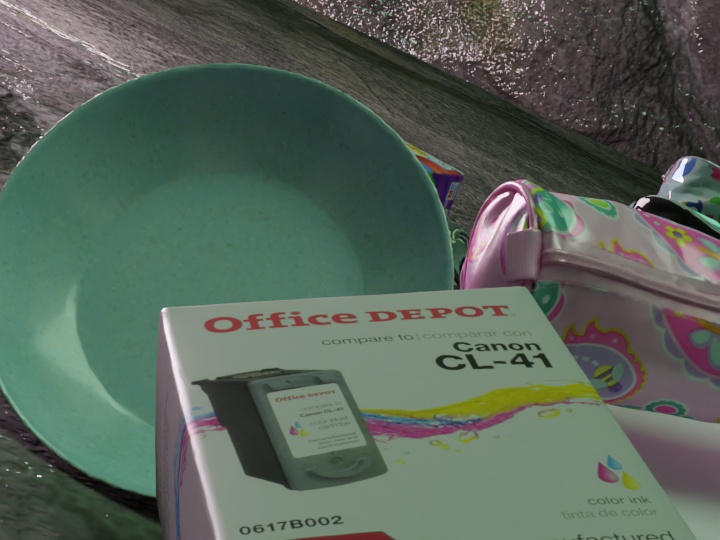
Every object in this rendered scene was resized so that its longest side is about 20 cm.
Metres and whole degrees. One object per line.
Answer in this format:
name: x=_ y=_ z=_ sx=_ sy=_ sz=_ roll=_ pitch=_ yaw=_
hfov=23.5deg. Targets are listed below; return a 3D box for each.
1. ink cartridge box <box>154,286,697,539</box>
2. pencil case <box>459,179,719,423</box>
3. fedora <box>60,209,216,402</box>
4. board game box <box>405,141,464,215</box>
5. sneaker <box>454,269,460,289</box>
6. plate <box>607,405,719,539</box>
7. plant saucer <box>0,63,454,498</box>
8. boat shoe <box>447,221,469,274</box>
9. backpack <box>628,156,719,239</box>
ink cartridge box: x=0.014 y=0.087 z=0.554 sx=0.146 sy=0.086 sz=0.200 roll=-3 pitch=27 yaw=-13
pencil case: x=0.141 y=0.021 z=0.732 sx=0.198 sy=0.088 sz=0.088 roll=14 pitch=15 yaw=-16
fedora: x=-0.092 y=0.005 z=0.823 sx=0.199 sy=0.082 sz=0.201 roll=23 pitch=13 yaw=-6
board game box: x=-0.031 y=-0.038 z=1.068 sx=0.104 sy=0.104 sz=0.200 roll=29 pitch=13 yaw=19
sneaker: x=0.000 y=0.000 z=0.880 sx=0.200 sy=0.079 sz=0.078 roll=51 pitch=-2 yaw=44
plate: x=0.121 y=0.072 z=0.753 sx=0.199 sy=0.033 sz=0.199 roll=2 pitch=26 yaw=-44
plant saucer: x=-0.060 y=0.007 z=0.728 sx=0.200 sy=0.202 sz=0.039 roll=28 pitch=-22 yaw=14
boat shoe: x=0.048 y=0.018 z=1.039 sx=0.061 sy=0.074 sz=0.200 roll=8 pitch=17 yaw=12
backpack: x=0.224 y=0.030 z=1.126 sx=0.177 sy=0.151 sz=0.200 roll=32 pitch=-18 yaw=5
